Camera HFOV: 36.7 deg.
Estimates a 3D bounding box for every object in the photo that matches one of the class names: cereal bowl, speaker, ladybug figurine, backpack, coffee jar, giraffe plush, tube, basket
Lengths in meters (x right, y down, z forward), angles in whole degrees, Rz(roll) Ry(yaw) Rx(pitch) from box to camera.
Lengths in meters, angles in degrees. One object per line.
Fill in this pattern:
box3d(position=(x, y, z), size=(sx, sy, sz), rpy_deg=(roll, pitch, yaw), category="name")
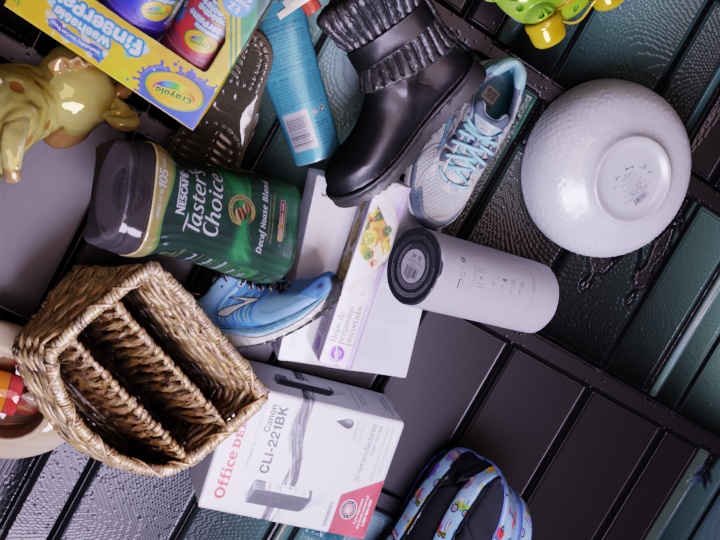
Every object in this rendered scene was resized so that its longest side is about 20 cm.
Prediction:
box3d(position=(0.282, -0.108, 1.202), size=(0.196, 0.083, 0.204), rpy_deg=(-4, 105, -15), category="cereal bowl")
box3d(position=(0.124, 0.013, 1.156), size=(0.198, 0.081, 0.082), rpy_deg=(13, 102, -42), category="speaker")
box3d(position=(-0.371, 0.110, 1.079), size=(0.197, 0.072, 0.138), rpy_deg=(22, 98, -20), category="ladybug figurine")
box3d(position=(0.114, 0.314, 1.229), size=(0.134, 0.182, 0.202), rpy_deg=(32, 84, -29), category="backpack")
box3d(position=(-0.156, -0.054, 1.010), size=(0.197, 0.085, 0.106), rpy_deg=(11, 81, -36), category="coffee jar")
box3d(position=(-0.302, -0.159, 1.002), size=(0.161, 0.198, 0.176), rpy_deg=(-23, 100, -43), category="giraffe plush")
box3d(position=(-0.073, -0.209, 1.097), size=(0.076, 0.050, 0.203), rpy_deg=(-19, 105, -6), category="tube")
box3d(position=(-0.213, 0.105, 1.029), size=(0.201, 0.147, 0.144), rpy_deg=(55, 53, -31), category="basket")

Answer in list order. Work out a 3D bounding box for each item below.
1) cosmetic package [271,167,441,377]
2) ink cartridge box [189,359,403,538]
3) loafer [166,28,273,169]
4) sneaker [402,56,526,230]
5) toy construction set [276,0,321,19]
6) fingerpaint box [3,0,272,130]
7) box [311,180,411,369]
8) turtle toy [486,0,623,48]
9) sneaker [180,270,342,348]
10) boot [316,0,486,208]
box3d(position=(-0.003, 0.004, 1.171), size=(0.148, 0.052, 0.204), rpy_deg=(9, 102, -19), category="cosmetic package")
box3d(position=(-0.072, 0.194, 1.187), size=(0.197, 0.084, 0.147), rpy_deg=(16, 101, -18), category="ink cartridge box")
box3d(position=(-0.135, -0.152, 1.080), size=(0.075, 0.068, 0.202), rpy_deg=(29, 115, -6), category="loafer")
box3d(position=(0.109, -0.138, 1.119), size=(0.077, 0.086, 0.203), rpy_deg=(28, 79, -11), category="sneaker")
box3d(position=(-0.115, -0.313, 1.026), size=(0.130, 0.092, 0.202), rpy_deg=(-35, 91, -7), category="toy construction set")
box3d(position=(-0.185, -0.253, 0.959), size=(0.198, 0.074, 0.168), rpy_deg=(33, 114, -11), category="fingerpaint box")
box3d(position=(0.000, 0.000, 1.123), size=(0.038, 0.041, 0.203), rpy_deg=(15, 101, -17), category="box")
box3d(position=(0.205, -0.329, 1.108), size=(0.198, 0.101, 0.147), rpy_deg=(-31, 113, -6), category="turtle toy")
box3d(position=(-0.114, 0.028, 1.105), size=(0.197, 0.078, 0.092), rpy_deg=(-14, 96, 20), category="sneaker")
box3d(position=(0.005, -0.182, 1.050), size=(0.211, 0.080, 0.158), rpy_deg=(-47, 119, 4), category="boot")
